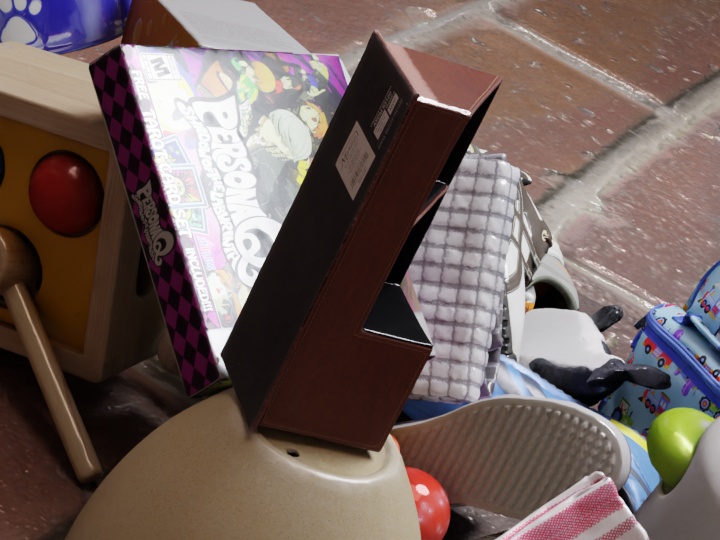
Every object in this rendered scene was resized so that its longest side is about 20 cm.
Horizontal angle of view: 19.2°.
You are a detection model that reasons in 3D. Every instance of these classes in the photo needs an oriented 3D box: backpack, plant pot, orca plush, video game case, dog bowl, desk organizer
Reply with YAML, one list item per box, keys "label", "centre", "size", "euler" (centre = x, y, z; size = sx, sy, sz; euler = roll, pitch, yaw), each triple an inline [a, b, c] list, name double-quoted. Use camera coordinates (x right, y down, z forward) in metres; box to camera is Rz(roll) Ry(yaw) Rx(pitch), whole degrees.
- label: "backpack"
  centre: [0.275, 0.074, 1.477]
  size: [0.134, 0.200, 0.183]
  euler: [12, 28, -30]
- label: "plant pot"
  centre: [-0.048, 0.137, 1.135]
  size: [0.200, 0.135, 0.200]
  euler: [20, 25, -10]
- label: "orca plush"
  centre: [0.161, 0.078, 1.509]
  size: [0.105, 0.071, 0.200]
  euler: [-32, 16, -23]
- label: "video game case"
  centre: [-0.054, -0.032, 1.222]
  size: [0.181, 0.036, 0.200]
  euler: [-3, 70, -48]
- label: "dog bowl"
  centre: [-0.270, -0.212, 1.597]
  size: [0.200, 0.079, 0.200]
  euler: [-4, 18, 1]
- label: "desk organizer"
  centre: [0.008, -0.010, 1.079]
  size: [0.077, 0.200, 0.072]
  euler: [14, 26, -26]

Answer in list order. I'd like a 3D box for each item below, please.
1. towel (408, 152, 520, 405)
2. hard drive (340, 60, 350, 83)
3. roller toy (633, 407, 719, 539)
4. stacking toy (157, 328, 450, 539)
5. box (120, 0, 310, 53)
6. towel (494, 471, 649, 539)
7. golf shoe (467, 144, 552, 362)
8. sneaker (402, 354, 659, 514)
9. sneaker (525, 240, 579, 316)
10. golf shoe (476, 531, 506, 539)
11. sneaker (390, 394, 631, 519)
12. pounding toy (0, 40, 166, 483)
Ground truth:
- label: "towel"
  centre: [0.000, 0.000, 1.352]
  size: [0.200, 0.166, 0.086]
  euler: [4, -11, 15]
- label: "hard drive"
  centre: [0.015, -0.035, 1.484]
  size: [0.132, 0.027, 0.200]
  euler: [60, 11, -65]
- label: "roller toy"
  centre: [0.252, 0.190, 1.299]
  size: [0.182, 0.140, 0.200]
  euler: [18, 34, -27]
- label: "stacking toy"
  centre: [-0.027, 0.092, 1.255]
  size: [0.200, 0.085, 0.085]
  euler: [46, 29, 14]
- label: "box"
  centre: [-0.108, -0.118, 1.507]
  size: [0.097, 0.125, 0.200]
  euler: [10, 16, -21]
- label: "towel"
  centre: [0.129, 0.221, 1.105]
  size: [0.146, 0.030, 0.200]
  euler: [-31, 79, -23]
- label: "golf shoe"
  centre: [0.105, -0.007, 1.533]
  size: [0.094, 0.078, 0.200]
  euler: [12, 54, -29]
- label: "sneaker"
  centre: [0.106, 0.112, 1.410]
  size: [0.200, 0.066, 0.078]
  euler: [26, 28, 3]
- label: "sneaker"
  centre: [0.085, 0.002, 1.605]
  size: [0.200, 0.074, 0.079]
  euler: [8, 33, -33]
- label: "golf shoe"
  centre: [0.136, 0.209, 1.205]
  size: [0.200, 0.078, 0.094]
  euler: [34, 32, 16]
- label: "sneaker"
  centre: [0.093, 0.112, 1.296]
  size: [0.200, 0.073, 0.114]
  euler: [-5, -4, 38]
- label: "pounding toy"
  centre: [-0.186, -0.010, 1.277]
  size: [0.184, 0.200, 0.142]
  euler: [18, 21, 22]
